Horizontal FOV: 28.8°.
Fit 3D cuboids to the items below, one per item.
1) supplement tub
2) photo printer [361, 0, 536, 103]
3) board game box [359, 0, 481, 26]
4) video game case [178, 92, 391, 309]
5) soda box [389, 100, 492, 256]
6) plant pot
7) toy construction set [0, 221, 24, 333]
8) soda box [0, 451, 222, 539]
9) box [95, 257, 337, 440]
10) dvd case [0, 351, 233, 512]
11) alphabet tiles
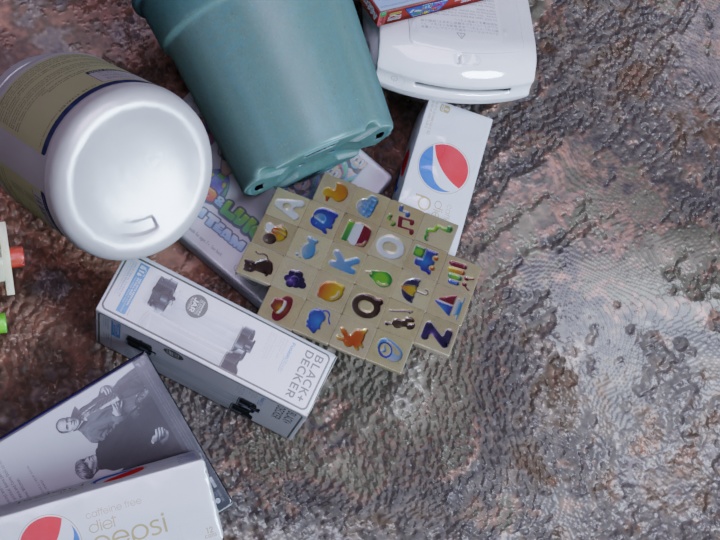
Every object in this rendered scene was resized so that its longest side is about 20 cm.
[{"bbox_3d":[-0.228,-0.103,1.181,0.144,0.200,0.146,-13,115,-31],"label":"supplement tub"},{"bbox_3d":[0.083,-0.242,1.338,0.165,0.070,0.201,4,52,-10],"label":"photo printer"},{"bbox_3d":[0.079,-0.290,1.316,0.198,0.020,0.103,-18,59,-24],"label":"board game box"},{"bbox_3d":[-0.100,-0.085,1.310,0.200,0.024,0.182,40,70,3],"label":"video game case"},{"bbox_3d":[0.062,-0.055,1.312,0.068,0.064,0.202,19,70,-5],"label":"soda box"},{"bbox_3d":[-0.075,-0.185,1.242,0.199,0.200,0.198,-22,87,-16],"label":"plant pot"},{"bbox_3d":[-0.378,0.029,1.192,0.198,0.092,0.132,-11,75,-3],"label":"toy construction set"},{"bbox_3d":[-0.215,0.206,1.123,0.198,0.064,0.069,-15,92,-10],"label":"soda box"},{"bbox_3d":[-0.127,0.067,1.210,0.199,0.117,0.061,27,70,-3],"label":"box"},{"bbox_3d":[-0.228,0.183,1.173,0.199,0.025,0.151,-31,94,-9],"label":"dvd case"},{"bbox_3d":[0.000,0.000,1.227,0.198,0.006,0.167,21,57,3],"label":"alphabet tiles"}]
